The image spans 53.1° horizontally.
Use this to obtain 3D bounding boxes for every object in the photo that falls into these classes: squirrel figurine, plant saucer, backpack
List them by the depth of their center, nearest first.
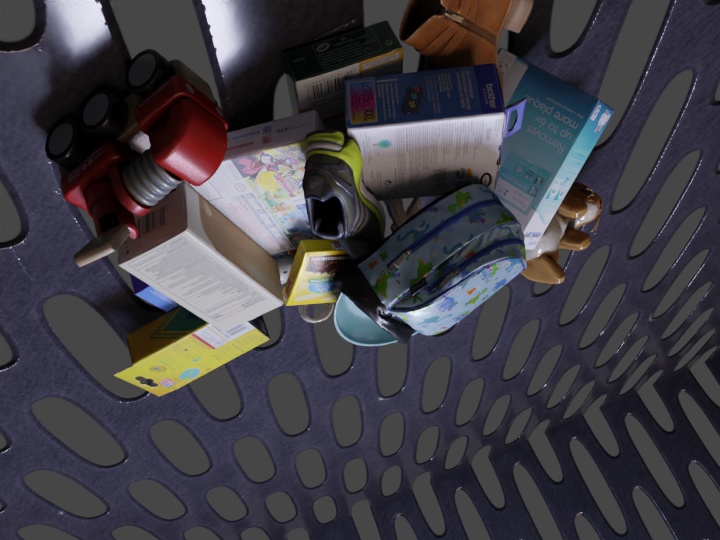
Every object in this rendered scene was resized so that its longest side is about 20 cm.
[{"bbox_3d":[0.092,-0.007,0.825,0.201,0.153,0.163,-49,153,-1],"label":"backpack"},{"bbox_3d":[0.050,0.021,0.961,0.197,0.036,0.202,-18,141,-14],"label":"plant saucer"},{"bbox_3d":[0.298,-0.086,1.196,0.186,0.143,0.198,-38,-159,-32],"label":"squirrel figurine"}]

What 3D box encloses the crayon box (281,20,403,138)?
[{"bbox_3d":[-0.016,-0.184,0.852,0.124,0.052,0.201,-20,150,-9],"label":"crayon box"}]

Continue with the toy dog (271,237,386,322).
[{"bbox_3d":[-0.046,-0.037,1.002,0.200,0.132,0.097,-43,163,-9],"label":"toy dog"}]

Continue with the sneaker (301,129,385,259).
[{"bbox_3d":[-0.024,-0.061,0.793,0.073,0.082,0.201,5,151,22],"label":"sneaker"}]

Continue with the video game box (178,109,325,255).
[{"bbox_3d":[-0.101,-0.094,0.867,0.179,0.048,0.201,-9,149,15],"label":"video game box"}]

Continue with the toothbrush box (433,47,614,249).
[{"bbox_3d":[0.197,-0.148,0.904,0.085,0.146,0.202,-5,128,-57],"label":"toothbrush box"}]

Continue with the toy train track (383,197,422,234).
[{"bbox_3d":[0.058,-0.076,0.962,0.116,0.032,0.201,-59,151,-19],"label":"toy train track"}]

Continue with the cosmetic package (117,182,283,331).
[{"bbox_3d":[-0.190,-0.009,0.881,0.104,0.072,0.200,-23,144,16],"label":"cosmetic package"}]

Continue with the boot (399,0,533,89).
[{"bbox_3d":[0.100,-0.241,0.805,0.153,0.073,0.203,-6,123,-43],"label":"boot"}]

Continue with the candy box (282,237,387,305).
[{"bbox_3d":[0.000,0.000,0.958,0.197,0.027,0.103,-4,140,-28],"label":"candy box"}]

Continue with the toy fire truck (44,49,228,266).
[{"bbox_3d":[-0.213,-0.090,0.693,0.175,0.202,0.128,-33,151,14],"label":"toy fire truck"}]

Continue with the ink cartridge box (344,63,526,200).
[{"bbox_3d":[0.085,-0.149,0.798,0.196,0.078,0.137,-4,151,3],"label":"ink cartridge box"}]

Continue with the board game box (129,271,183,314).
[{"bbox_3d":[-0.214,0.018,1.030,0.133,0.045,0.200,-30,151,7],"label":"board game box"}]

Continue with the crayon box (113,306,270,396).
[{"bbox_3d":[-0.246,0.105,1.046,0.198,0.051,0.127,-28,151,4],"label":"crayon box"}]
